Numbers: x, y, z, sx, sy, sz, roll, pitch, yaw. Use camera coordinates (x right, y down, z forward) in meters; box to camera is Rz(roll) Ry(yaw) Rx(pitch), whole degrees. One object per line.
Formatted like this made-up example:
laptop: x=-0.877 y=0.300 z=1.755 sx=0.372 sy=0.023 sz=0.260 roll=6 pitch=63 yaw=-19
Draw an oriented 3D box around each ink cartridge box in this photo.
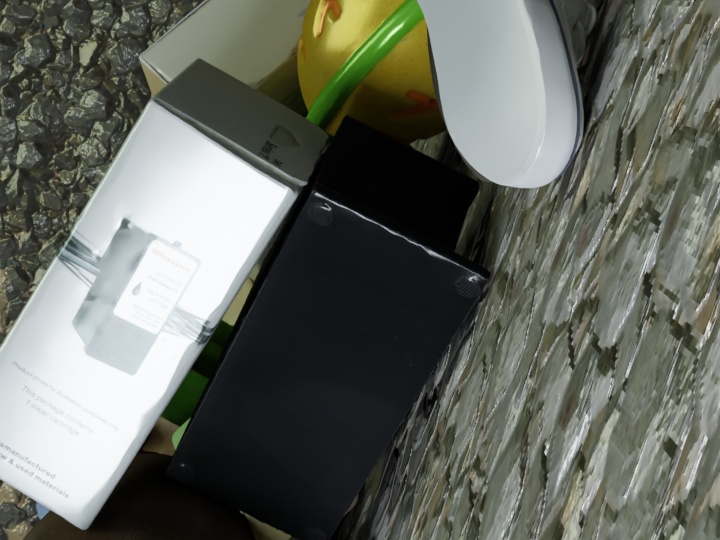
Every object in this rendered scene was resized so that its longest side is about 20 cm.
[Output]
ink cartridge box: x=-0.106 y=0.005 z=0.939 sx=0.200 sy=0.083 sz=0.147 roll=-56 pitch=4 yaw=13

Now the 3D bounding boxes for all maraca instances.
maraca: x=0.017 y=-0.118 z=1.054 sx=0.137 sy=0.107 sz=0.200 roll=-39 pitch=-4 yaw=-33

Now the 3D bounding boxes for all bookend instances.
bookend: x=0.000 y=0.000 z=0.987 sx=0.199 sy=0.092 sz=0.200 roll=-61 pitch=5 yaw=36

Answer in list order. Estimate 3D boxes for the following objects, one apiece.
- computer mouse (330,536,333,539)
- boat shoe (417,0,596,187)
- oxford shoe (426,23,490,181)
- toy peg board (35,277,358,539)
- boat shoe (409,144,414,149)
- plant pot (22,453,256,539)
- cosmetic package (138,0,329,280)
computer mouse: x=-0.057 y=0.238 z=1.146 sx=0.200 sy=0.034 sz=0.059 roll=-64 pitch=33 yaw=11
boat shoe: x=0.065 y=-0.108 z=0.801 sx=0.200 sy=0.066 sz=0.072 roll=-111 pitch=37 yaw=-47
oxford shoe: x=0.063 y=-0.125 z=0.901 sx=0.071 sy=0.071 sz=0.200 roll=95 pitch=169 yaw=-51
toy peg board: x=-0.129 y=0.115 z=1.140 sx=0.199 sy=0.098 sz=0.200 roll=-44 pitch=40 yaw=15
boat shoe: x=-0.005 y=-0.011 z=1.195 sx=0.066 sy=0.074 sz=0.200 roll=-32 pitch=-25 yaw=-46
plant pot: x=-0.113 y=0.182 z=0.964 sx=0.200 sy=0.187 sz=0.187 roll=-90 pitch=19 yaw=-63
cosmetic package: x=-0.058 y=-0.083 z=1.171 sx=0.105 sy=0.071 sz=0.200 roll=-41 pitch=-28 yaw=-17
